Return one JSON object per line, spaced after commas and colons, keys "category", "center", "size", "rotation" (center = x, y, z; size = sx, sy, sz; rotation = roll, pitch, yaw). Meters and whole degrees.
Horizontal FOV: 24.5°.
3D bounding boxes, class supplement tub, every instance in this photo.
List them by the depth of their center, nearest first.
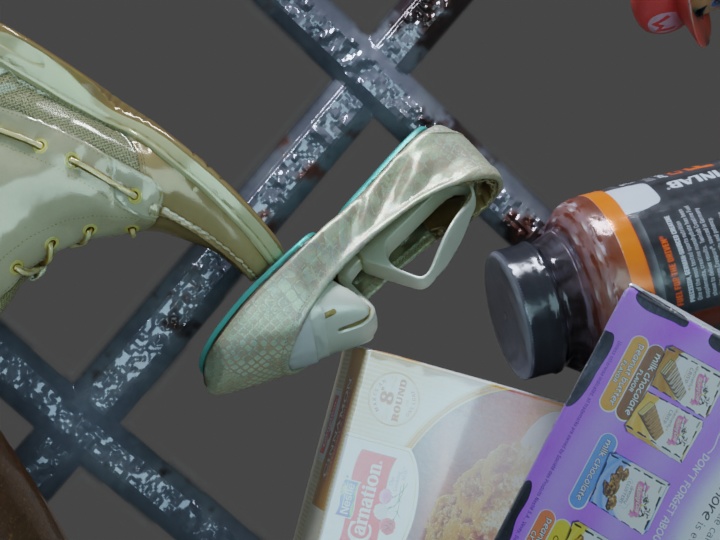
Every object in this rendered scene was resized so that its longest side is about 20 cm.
{"category": "supplement tub", "center": [0.171, 0.000, 0.902], "size": [0.198, 0.107, 0.108], "rotation": [-14, 92, -11]}

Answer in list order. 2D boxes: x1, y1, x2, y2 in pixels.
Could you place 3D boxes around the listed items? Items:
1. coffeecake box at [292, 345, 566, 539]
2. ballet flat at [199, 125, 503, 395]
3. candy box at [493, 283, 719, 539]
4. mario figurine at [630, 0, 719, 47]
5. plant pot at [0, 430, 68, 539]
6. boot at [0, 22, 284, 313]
{"category": "coffeecake box", "center": [0.070, 0.140, 0.896], "size": [0.198, 0.073, 0.155], "rotation": [16, 87, -10]}
{"category": "ballet flat", "center": [0.000, 0.000, 0.872], "size": [0.062, 0.068, 0.200], "rotation": [36, 71, 23]}
{"category": "candy box", "center": [0.179, 0.129, 0.788], "size": [0.199, 0.071, 0.169], "rotation": [30, 96, 19]}
{"category": "mario figurine", "center": [0.243, -0.175, 0.903], "size": [0.198, 0.106, 0.124], "rotation": [-23, 105, 14]}
{"category": "plant pot", "center": [-0.191, 0.199, 0.802], "size": [0.187, 0.187, 0.201], "rotation": [-40, 112, -10]}
{"category": "boot", "center": [-0.155, -0.013, 0.852], "size": [0.199, 0.073, 0.156], "rotation": [34, 82, -7]}
